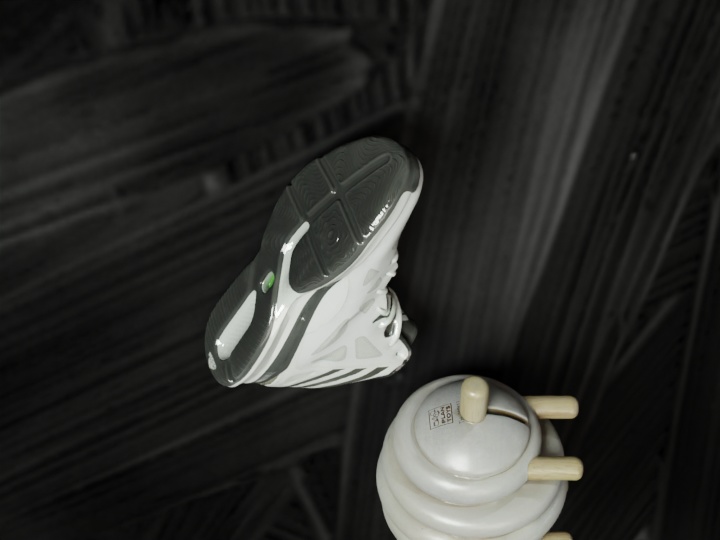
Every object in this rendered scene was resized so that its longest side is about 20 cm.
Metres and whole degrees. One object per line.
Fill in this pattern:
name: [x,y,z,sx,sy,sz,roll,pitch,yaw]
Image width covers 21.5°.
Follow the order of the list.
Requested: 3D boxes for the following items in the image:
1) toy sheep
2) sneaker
toy sheep: [0.076,0.132,1.246,0.138,0.138,0.200,-12,136,-11]
sneaker: [0.000,0.000,1.153,0.115,0.076,0.201,10,134,-38]
